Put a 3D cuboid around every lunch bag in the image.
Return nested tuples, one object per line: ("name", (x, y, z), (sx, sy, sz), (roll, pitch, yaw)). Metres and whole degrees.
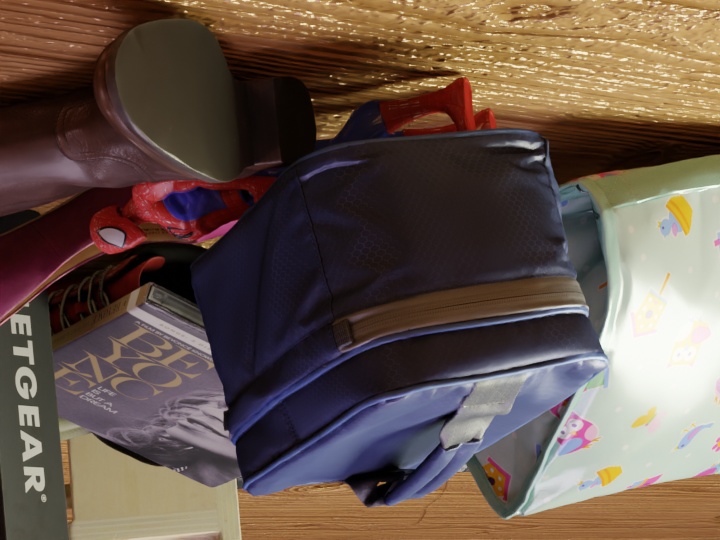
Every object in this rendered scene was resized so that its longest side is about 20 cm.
("lunch bag", (0.012, 0.033, 1.206), (0.136, 0.133, 0.200), (-6, 162, -26))
("lunch bag", (0.142, 0.016, 1.388), (0.170, 0.122, 0.200), (-10, 136, -36))

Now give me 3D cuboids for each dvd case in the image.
("dvd case", (-0.095, 0.067, 1.432), (0.148, 0.016, 0.200), (28, 153, -22))

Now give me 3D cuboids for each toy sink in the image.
("toy sink", (-0.138, 0.135, 1.709), (0.112, 0.201, 0.130), (-5, 169, -6))

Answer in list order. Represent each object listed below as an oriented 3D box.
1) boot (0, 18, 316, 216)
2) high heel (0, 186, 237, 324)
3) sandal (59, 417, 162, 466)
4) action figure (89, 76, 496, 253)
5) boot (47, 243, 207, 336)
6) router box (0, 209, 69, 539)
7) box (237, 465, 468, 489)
("boot", (-0.142, -0.056, 1.140), (0.199, 0.064, 0.186), (-6, 171, 21))
("high heel", (-0.130, -0.001, 1.312), (0.199, 0.096, 0.067), (-3, 166, -11))
("sandal", (-0.131, 0.092, 1.563), (0.200, 0.057, 0.080), (-17, 169, -4))
("action figure", (-0.036, -0.040, 1.250), (0.199, 0.052, 0.065), (-12, 161, 18))
("boot", (-0.175, 0.028, 1.506), (0.199, 0.073, 0.144), (-11, 169, -14))
("router box", (-0.233, 0.078, 1.386), (0.157, 0.201, 0.052), (-14, 167, 32))
("box", (0.004, 0.073, 1.715), (0.182, 0.104, 0.200), (-3, 168, -6))
